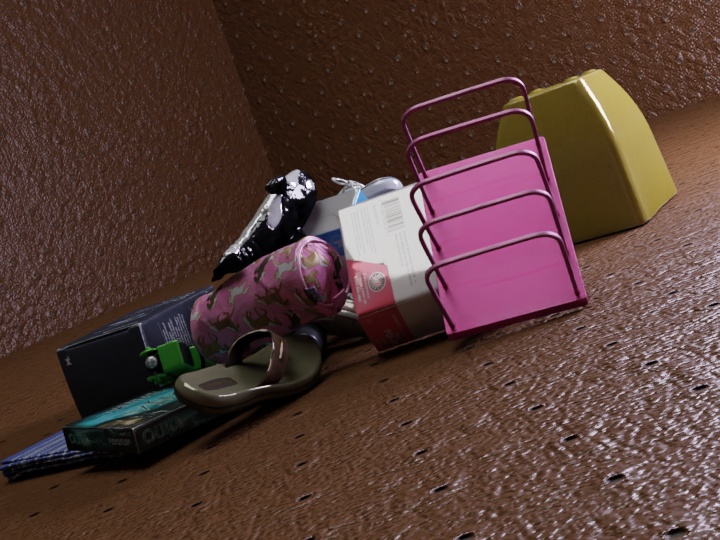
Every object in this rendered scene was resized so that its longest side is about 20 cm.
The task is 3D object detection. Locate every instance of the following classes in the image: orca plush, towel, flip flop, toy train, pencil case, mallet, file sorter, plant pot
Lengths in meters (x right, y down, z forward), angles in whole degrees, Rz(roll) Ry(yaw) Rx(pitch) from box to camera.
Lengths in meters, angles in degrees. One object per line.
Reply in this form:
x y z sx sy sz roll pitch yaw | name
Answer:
-0.091 -0.047 1.242 0.070 0.106 0.200 25 31 11 | orca plush
-0.293 0.190 1.200 0.198 0.024 0.144 -14 7 31 | towel
-0.106 0.091 1.068 0.080 0.059 0.199 19 18 33 | flip flop
-0.207 0.112 1.249 0.056 0.042 0.200 -21 -11 0 | toy train
-0.104 0.037 1.184 0.198 0.088 0.082 -26 -40 36 | pencil case
-0.128 0.113 1.256 0.198 0.042 0.066 -23 7 17 | mallet
0.121 -0.064 1.023 0.137 0.202 0.126 -16 -36 12 | file sorter
0.288 -0.154 1.439 0.192 0.203 0.195 -16 8 32 | plant pot

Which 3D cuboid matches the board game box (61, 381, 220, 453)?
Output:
-0.193 0.142 1.118 0.134 0.029 0.199 -8 9 44 | board game box

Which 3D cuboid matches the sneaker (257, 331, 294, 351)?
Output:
-0.112 0.071 1.450 0.086 0.076 0.199 -11 13 -24 | sneaker

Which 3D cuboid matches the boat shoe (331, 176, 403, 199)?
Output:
-0.012 -0.090 1.447 0.074 0.087 0.202 7 -31 -31 | boat shoe

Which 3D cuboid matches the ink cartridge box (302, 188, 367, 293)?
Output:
0.000 0.000 1.346 0.115 0.200 0.067 -16 41 33 | ink cartridge box

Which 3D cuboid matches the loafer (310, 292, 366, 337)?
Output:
-0.058 0.037 1.290 0.197 0.072 0.064 3 62 35 | loafer

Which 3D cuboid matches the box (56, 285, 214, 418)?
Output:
-0.287 0.110 1.451 0.146 0.106 0.200 -17 8 26 | box

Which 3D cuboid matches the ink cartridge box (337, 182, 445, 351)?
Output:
0.087 -0.019 1.138 0.197 0.148 0.083 -18 -37 10 | ink cartridge box
